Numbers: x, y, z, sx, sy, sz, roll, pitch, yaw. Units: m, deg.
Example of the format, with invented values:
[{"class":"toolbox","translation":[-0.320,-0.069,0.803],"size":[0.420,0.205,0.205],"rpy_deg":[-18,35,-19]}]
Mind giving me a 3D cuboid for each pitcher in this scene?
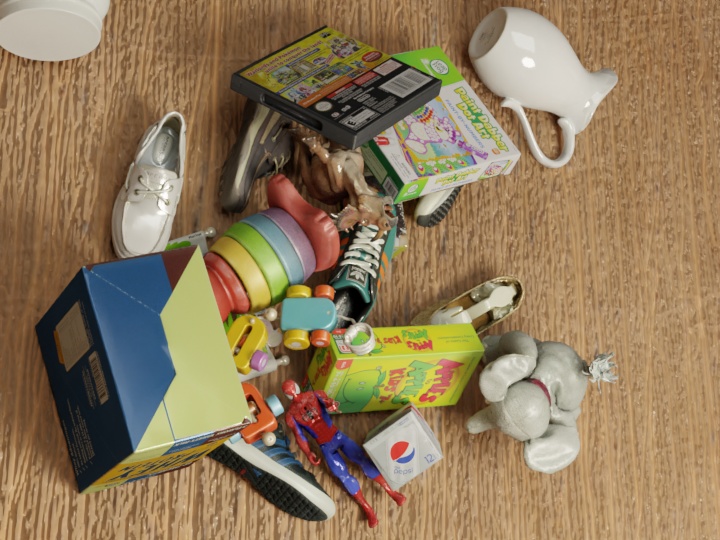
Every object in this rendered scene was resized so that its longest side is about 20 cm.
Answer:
[{"class":"pitcher","translation":[0.238,-0.252,1.971],"size":[0.199,0.121,0.173],"rpy_deg":[30,75,-27]}]

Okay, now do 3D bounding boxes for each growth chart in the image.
[{"class":"growth chart","translation":[-0.175,0.045,1.690],"size":[0.144,0.018,0.201],"rpy_deg":[-26,85,-33]}]

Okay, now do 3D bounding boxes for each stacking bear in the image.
[{"class":"stacking bear","translation":[-0.136,0.001,1.655],"size":[0.199,0.114,0.121],"rpy_deg":[-34,57,-23]}]

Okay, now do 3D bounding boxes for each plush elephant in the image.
[{"class":"plush elephant","translation":[0.199,0.159,1.732],"size":[0.154,0.200,0.166],"rpy_deg":[-26,91,-37]}]

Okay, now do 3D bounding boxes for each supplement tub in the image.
[{"class":"supplement tub","translation":[-0.364,-0.361,1.676],"size":[0.143,0.144,0.202],"rpy_deg":[5,68,-25]}]

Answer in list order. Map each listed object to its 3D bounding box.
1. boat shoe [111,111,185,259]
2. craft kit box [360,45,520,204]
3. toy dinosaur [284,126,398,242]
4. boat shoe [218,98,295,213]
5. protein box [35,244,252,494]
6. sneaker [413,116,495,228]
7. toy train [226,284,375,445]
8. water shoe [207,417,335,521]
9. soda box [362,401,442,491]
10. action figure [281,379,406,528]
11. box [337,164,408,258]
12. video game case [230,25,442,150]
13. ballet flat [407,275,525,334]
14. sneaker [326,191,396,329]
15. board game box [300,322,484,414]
[{"class":"boat shoe","translation":[-0.243,-0.099,1.671],"size":[0.070,0.069,0.201],"rpy_deg":[15,60,-15]},{"class":"craft kit box","translation":[0.072,-0.188,1.815],"size":[0.197,0.049,0.201],"rpy_deg":[-15,60,-38]},{"class":"toy dinosaur","translation":[-0.033,-0.107,1.726],"size":[0.085,0.200,0.137],"rpy_deg":[-14,105,-15]},{"class":"boat shoe","translation":[-0.115,-0.155,1.765],"size":[0.073,0.074,0.201],"rpy_deg":[25,62,-16]},{"class":"protein box","translation":[-0.236,0.108,1.524],"size":[0.134,0.200,0.200],"rpy_deg":[-11,76,-30]},{"class":"sneaker","translation":[0.099,-0.144,1.885],"size":[0.093,0.070,0.200],"rpy_deg":[28,61,6]},{"class":"toy train","translation":[-0.085,0.107,1.611],"size":[0.199,0.056,0.150],"rpy_deg":[-35,65,-12]},{"class":"water shoe","translation":[-0.099,0.206,1.633],"size":[0.200,0.071,0.079],"rpy_deg":[38,55,-11]},{"class":"soda box","translation":[0.049,0.197,1.636],"size":[0.068,0.200,0.064],"rpy_deg":[-35,87,1]},{"class":"action figure","translation":[-0.023,0.207,1.633],"size":[0.065,0.099,0.200],"rpy_deg":[-38,101,-2]},{"class":"box","translation":[0.007,-0.117,1.827],"size":[0.075,0.050,0.202],"rpy_deg":[0,70,-27]},{"class":"video game case","translation":[-0.027,-0.223,1.730],"size":[0.180,0.026,0.200],"rpy_deg":[28,39,21]},{"class":"ballet flat","translation":[0.132,0.056,1.815],"size":[0.199,0.065,0.071],"rpy_deg":[-33,87,-33]},{"class":"sneaker","translation":[0.000,0.000,1.721],"size":[0.071,0.080,0.202],"rpy_deg":[17,85,-5]},{"class":"board game box","translation":[0.039,0.117,1.715],"size":[0.199,0.102,0.048],"rpy_deg":[-1,45,-27]}]
